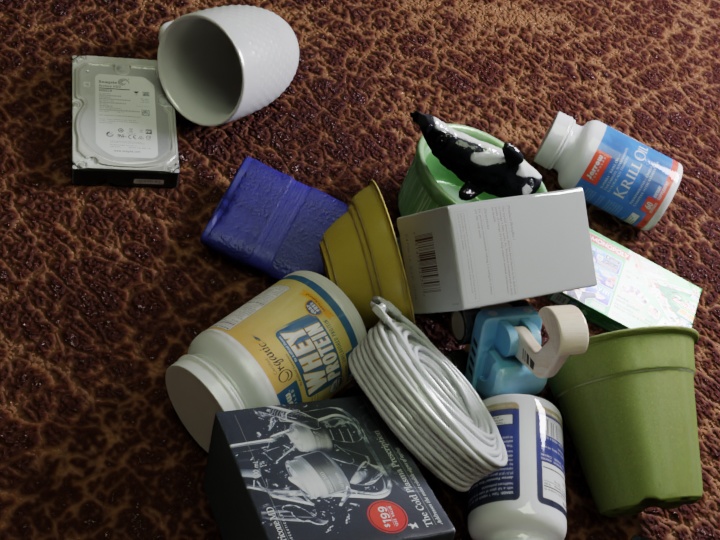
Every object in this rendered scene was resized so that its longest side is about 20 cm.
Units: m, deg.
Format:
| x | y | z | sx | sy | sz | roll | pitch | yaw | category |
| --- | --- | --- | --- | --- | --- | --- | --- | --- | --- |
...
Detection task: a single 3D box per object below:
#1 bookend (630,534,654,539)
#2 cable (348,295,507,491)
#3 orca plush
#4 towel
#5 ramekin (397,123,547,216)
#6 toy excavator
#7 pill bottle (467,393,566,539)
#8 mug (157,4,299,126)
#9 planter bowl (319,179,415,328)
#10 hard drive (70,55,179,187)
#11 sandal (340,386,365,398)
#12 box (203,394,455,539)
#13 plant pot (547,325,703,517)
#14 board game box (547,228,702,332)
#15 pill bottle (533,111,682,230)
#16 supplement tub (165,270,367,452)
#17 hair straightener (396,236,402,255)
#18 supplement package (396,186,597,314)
| x | y | z | sx | sy | sz | roll | pitch | yaw | category |
| --- | --- | --- | --- | --- | --- | --- | --- | --- | --- |
| 0.386 | 0.411 | 1.056 | 0.199 | 0.200 | 0.092 | 5 | 36 | 45 | bookend |
| 0.072 | 0.141 | 1.043 | 0.200 | 0.069 | 0.201 | 42 | 13 | -34 | cable |
| 0.140 | -0.124 | 1.211 | 0.199 | 0.105 | 0.072 | 29 | 73 | -40 | orca plush |
| -0.093 | -0.047 | 1.271 | 0.198 | 0.050 | 0.149 | 26 | 60 | 0 | towel |
| 0.146 | -0.094 | 1.321 | 0.198 | 0.098 | 0.201 | 18 | 41 | -16 | ramekin |
| 0.187 | 0.096 | 1.136 | 0.099 | 0.197 | 0.200 | -3 | 29 | -21 | toy excavator |
| 0.175 | 0.252 | 1.103 | 0.110 | 0.111 | 0.202 | 13 | 53 | -9 | pill bottle |
| -0.189 | -0.301 | 1.356 | 0.198 | 0.149 | 0.175 | 27 | 32 | 20 | mug |
| 0.000 | 0.000 | 1.165 | 0.082 | 0.201 | 0.202 | -14 | 59 | -4 | planter bowl |
| -0.317 | -0.202 | 1.311 | 0.138 | 0.038 | 0.202 | 1 | 55 | -17 | hard drive |
| 0.019 | 0.229 | 1.106 | 0.048 | 0.075 | 0.202 | 17 | 45 | -49 | sandal |
| -0.038 | 0.231 | 0.959 | 0.180 | 0.105 | 0.200 | -4 | 35 | -26 | box |
| 0.324 | 0.188 | 1.168 | 0.197 | 0.200 | 0.192 | -1 | 69 | -18 | plant pot |
| 0.372 | 0.032 | 1.371 | 0.198 | 0.029 | 0.135 | 29 | 52 | 3 | board game box |
| 0.360 | -0.151 | 1.443 | 0.198 | 0.113 | 0.113 | 27 | 52 | 3 | pill bottle |
| -0.103 | 0.106 | 1.095 | 0.145 | 0.145 | 0.199 | 45 | 55 | 15 | supplement tub |
| 0.111 | 0.031 | 1.282 | 0.200 | 0.041 | 0.077 | 47 | 41 | 10 | hair straightener |
| 0.159 | -0.022 | 1.142 | 0.198 | 0.117 | 0.119 | -8 | 89 | -29 | supplement package |
